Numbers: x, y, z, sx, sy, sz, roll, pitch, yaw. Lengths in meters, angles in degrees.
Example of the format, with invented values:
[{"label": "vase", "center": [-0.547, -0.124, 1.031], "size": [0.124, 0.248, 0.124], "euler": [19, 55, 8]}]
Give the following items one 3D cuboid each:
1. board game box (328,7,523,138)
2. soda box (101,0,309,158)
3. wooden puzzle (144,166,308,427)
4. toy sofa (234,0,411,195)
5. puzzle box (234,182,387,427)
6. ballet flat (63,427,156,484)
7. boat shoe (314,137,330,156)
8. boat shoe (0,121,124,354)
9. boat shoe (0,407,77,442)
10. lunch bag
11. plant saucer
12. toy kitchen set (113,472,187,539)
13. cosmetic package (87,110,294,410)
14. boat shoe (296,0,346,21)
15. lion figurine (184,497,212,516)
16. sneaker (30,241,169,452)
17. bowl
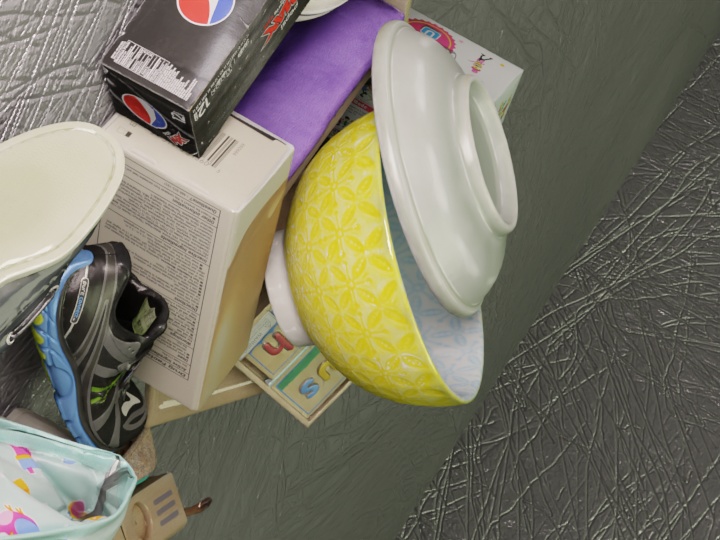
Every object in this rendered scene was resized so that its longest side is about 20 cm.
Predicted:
[{"label": "board game box", "center": [0.019, -0.095, 1.516], "size": [0.064, 0.147, 0.200], "euler": [-45, 161, -49]}, {"label": "soda box", "center": [-0.069, -0.169, 1.173], "size": [0.200, 0.063, 0.071], "euler": [-56, 168, -17]}, {"label": "wooden puzzle", "center": [-0.076, 0.007, 1.430], "size": [0.185, 0.046, 0.200], "euler": [-15, 131, -33]}, {"label": "toy sofa", "center": [-0.048, -0.130, 1.310], "size": [0.200, 0.083, 0.098], "euler": [-55, 168, -24]}, {"label": "puzzle box", "center": [-0.006, 0.012, 1.439], "size": [0.200, 0.025, 0.133], "euler": [-46, 141, -1]}, {"label": "ballet flat", "center": [-0.198, 0.134, 1.387], "size": [0.200, 0.068, 0.067], "euler": [-43, 140, -71]}, {"label": "boat shoe", "center": [-0.080, -0.017, 1.486], "size": [0.200, 0.064, 0.071], "euler": [-61, 169, 4]}, {"label": "boat shoe", "center": [-0.196, 0.006, 1.033], "size": [0.199, 0.074, 0.066], "euler": [-54, 169, -25]}, {"label": "boat shoe", "center": [-0.218, 0.119, 1.224], "size": [0.060, 0.074, 0.200], "euler": [-62, 175, -2]}, {"label": "lunch bag", "center": [-0.226, 0.174, 1.091], "size": [0.200, 0.122, 0.171], "euler": [-2, 123, -49]}, {"label": "plant saucer", "center": [0.064, -0.071, 1.308], "size": [0.200, 0.050, 0.201], "euler": [-14, 90, -73]}, {"label": "toy kitchen set", "center": [-0.137, 0.259, 1.429], "size": [0.180, 0.163, 0.200], "euler": [-29, 102, -69]}, {"label": "cosmetic package", "center": [-0.114, -0.015, 1.255], "size": [0.071, 0.105, 0.200], "euler": [-51, 167, -39]}, {"label": "boat shoe", "center": [0.013, -0.220, 1.274], "size": [0.200, 0.071, 0.070], "euler": [-35, -161, -36]}, {"label": "lion figurine", "center": [-0.197, 0.279, 1.673], "size": [0.122, 0.072, 0.200], "euler": [-21, -147, 51]}, {"label": "sneaker", "center": [-0.153, 0.049, 1.227], "size": [0.083, 0.071, 0.200], "euler": [-17, 147, -7]}, {"label": "bowl", "center": [0.000, 0.000, 1.314], "size": [0.200, 0.107, 0.201], "euler": [-14, 90, -73]}]
